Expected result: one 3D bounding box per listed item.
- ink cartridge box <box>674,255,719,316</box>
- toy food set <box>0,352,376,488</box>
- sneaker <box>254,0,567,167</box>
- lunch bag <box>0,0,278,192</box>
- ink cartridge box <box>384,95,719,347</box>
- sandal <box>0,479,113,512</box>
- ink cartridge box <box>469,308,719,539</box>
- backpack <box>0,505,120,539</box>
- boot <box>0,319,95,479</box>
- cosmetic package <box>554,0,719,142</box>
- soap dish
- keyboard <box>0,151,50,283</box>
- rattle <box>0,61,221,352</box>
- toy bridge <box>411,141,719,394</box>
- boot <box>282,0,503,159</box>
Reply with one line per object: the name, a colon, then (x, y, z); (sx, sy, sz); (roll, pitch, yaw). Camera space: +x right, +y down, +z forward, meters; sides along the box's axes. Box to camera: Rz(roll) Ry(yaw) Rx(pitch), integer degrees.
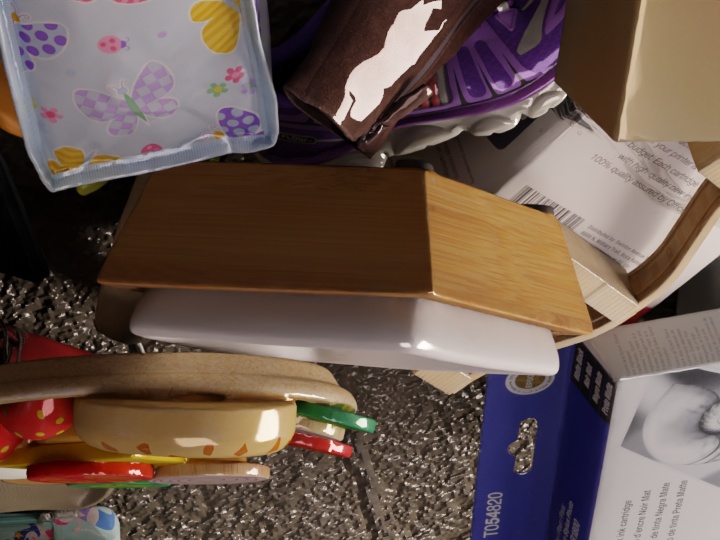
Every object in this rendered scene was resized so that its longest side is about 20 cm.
ink cartridge box: (0.279, -0.004, 1.331); (0.198, 0.084, 0.146); (-12, 140, -6)
toy food set: (-0.093, 0.072, 1.142); (0.199, 0.049, 0.198); (-7, 170, 30)
sneaker: (0.029, -0.104, 1.136); (0.199, 0.081, 0.084); (-25, 133, 13)
lunch bag: (-0.105, -0.162, 0.958); (0.126, 0.170, 0.201); (-10, 142, -5)
ink cartridge box: (0.129, -0.066, 1.210); (0.144, 0.085, 0.200); (26, 124, -39)
sandal: (-0.221, 0.117, 1.310); (0.198, 0.054, 0.081); (1, 136, -21)
ink cartridge box: (0.163, 0.096, 1.311); (0.198, 0.041, 0.200); (-8, 141, -8)
backpack: (-0.205, 0.226, 1.362); (0.198, 0.151, 0.178); (-7, 137, -21)
boot: (-0.184, 0.039, 1.201); (0.199, 0.073, 0.144); (10, 149, -25)
cosmetic package: (0.151, -0.157, 1.006); (0.104, 0.071, 0.201); (-3, 117, -18)
soap dish: (0.000, 0.000, 1.095); (0.156, 0.082, 0.200); (2, 175, 25)
keyboard: (-0.198, -0.077, 1.099); (0.103, 0.040, 0.201); (17, 147, 21)
rattle: (-0.137, -0.023, 1.179); (0.142, 0.131, 0.200); (5, 162, -9)
toy bridge: (0.111, 0.003, 1.193); (0.200, 0.027, 0.067); (-37, 137, 23)
boot: (0.035, -0.126, 1.038); (0.167, 0.072, 0.200); (-59, 164, 3)
